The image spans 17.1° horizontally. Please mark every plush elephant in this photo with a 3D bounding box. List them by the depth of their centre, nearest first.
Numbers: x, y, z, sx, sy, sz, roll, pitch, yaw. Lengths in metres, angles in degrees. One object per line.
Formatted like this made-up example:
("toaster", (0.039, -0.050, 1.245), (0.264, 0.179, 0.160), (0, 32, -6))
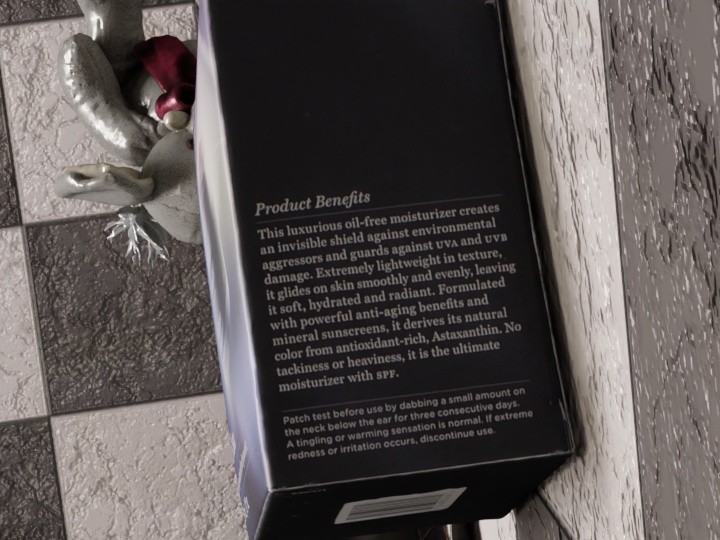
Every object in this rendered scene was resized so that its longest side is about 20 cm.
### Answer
("plush elephant", (-0.093, -0.081, 1.383), (0.155, 0.164, 0.201), (-139, 61, -65))

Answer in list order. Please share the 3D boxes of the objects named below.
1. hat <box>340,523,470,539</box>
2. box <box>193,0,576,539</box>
("hat", (0.010, 0.148, 1.247), (0.201, 0.081, 0.201), (172, 90, -85))
("box", (0.000, 0.000, 0.978), (0.200, 0.123, 0.199), (109, 154, -76))
